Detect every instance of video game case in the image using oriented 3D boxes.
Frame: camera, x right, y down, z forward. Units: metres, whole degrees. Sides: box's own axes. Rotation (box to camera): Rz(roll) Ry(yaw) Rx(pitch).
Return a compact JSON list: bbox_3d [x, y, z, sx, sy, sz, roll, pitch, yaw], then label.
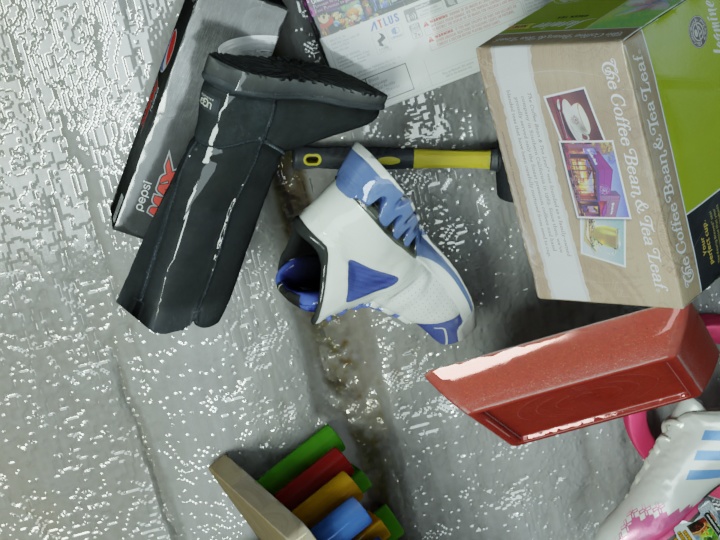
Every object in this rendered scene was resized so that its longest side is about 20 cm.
[{"bbox_3d":[0.051,-0.228,1.362,0.199,0.036,0.182,-22,111,-1],"label":"video game case"}]

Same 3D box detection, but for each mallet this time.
[{"bbox_3d":[0.049,-0.095,1.410,0.199,0.041,0.066,7,109,-7],"label":"mallet"}]

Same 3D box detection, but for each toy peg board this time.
[{"bbox_3d":[0.000,0.222,1.432,0.098,0.199,0.200,-38,111,-12],"label":"toy peg board"}]

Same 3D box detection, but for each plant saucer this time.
[{"bbox_3d":[0.169,0.085,1.392,0.199,0.200,0.037,-16,72,13],"label":"plant saucer"}]

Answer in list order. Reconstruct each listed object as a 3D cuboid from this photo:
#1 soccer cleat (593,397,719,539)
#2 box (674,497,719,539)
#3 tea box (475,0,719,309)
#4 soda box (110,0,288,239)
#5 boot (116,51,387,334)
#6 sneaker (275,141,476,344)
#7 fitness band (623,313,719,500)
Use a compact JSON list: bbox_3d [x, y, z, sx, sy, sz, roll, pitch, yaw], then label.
[{"bbox_3d":[0.257,0.152,1.478,0.200,0.070,0.086,-35,93,-1],"label":"soccer cleat"},{"bbox_3d":[0.286,0.298,1.577,0.137,0.040,0.200,-35,110,2],"label":"box"},{"bbox_3d":[0.210,-0.105,1.333,0.197,0.133,0.201,-34,116,-41],"label":"tea box"},{"bbox_3d":[-0.120,-0.117,1.358,0.071,0.063,0.201,18,105,-14],"label":"soda box"},{"bbox_3d":[-0.076,-0.052,1.328,0.165,0.066,0.201,3,113,-43],"label":"boot"},{"bbox_3d":[0.000,0.000,1.378,0.115,0.081,0.200,-38,138,-2],"label":"sneaker"},{"bbox_3d":[0.309,0.117,1.524,0.200,0.037,0.144,22,101,-17],"label":"fitness band"}]
